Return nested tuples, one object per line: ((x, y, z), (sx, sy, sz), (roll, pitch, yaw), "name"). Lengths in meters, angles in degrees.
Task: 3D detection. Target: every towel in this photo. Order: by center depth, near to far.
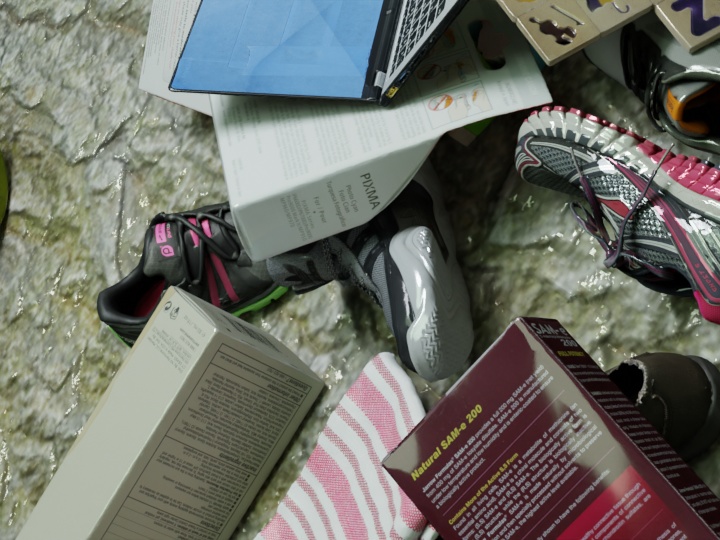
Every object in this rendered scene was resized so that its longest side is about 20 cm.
((-0.018, 0.160, 1.120), (0.201, 0.030, 0.147), (-59, 27, 16), "towel")

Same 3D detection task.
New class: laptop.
((-0.004, -0.199, 1.176), (0.200, 0.115, 0.188), (-49, 19, 38), "laptop")

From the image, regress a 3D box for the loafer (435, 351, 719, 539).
((0.100, 0.099, 1.038), (0.200, 0.071, 0.073), (-40, 45, 24), "loafer")

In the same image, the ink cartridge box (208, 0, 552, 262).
((0.010, -0.097, 1.182), (0.198, 0.048, 0.161), (-18, 37, 2), "ink cartridge box")

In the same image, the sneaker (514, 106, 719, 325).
((0.149, -0.034, 1.054), (0.200, 0.080, 0.075), (30, 93, 50), "sneaker")

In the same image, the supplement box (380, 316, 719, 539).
((0.116, 0.131, 0.949), (0.109, 0.061, 0.200), (-46, 71, 17), "supplement box")

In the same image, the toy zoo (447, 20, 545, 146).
((0.104, -0.191, 1.232), (0.200, 0.020, 0.132), (-47, 44, 16), "toy zoo")

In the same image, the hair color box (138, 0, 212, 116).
((-0.072, -0.158, 1.348), (0.199, 0.063, 0.112), (24, 106, 51), "hair color box")

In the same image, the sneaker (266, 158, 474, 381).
((0.000, 0.000, 1.178), (0.113, 0.076, 0.201), (-22, 46, 14), "sneaker")

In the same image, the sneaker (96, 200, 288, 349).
((-0.101, -0.009, 1.300), (0.200, 0.083, 0.077), (-42, 44, 22), "sneaker")

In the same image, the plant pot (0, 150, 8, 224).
((-0.400, -0.061, 1.583), (0.191, 0.200, 0.202), (-14, 58, 27), "plant pot")

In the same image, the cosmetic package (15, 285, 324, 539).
((-0.123, 0.124, 1.235), (0.201, 0.103, 0.073), (-57, 39, 4), "cosmetic package")

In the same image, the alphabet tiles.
((0.158, -0.192, 1.050), (0.199, 0.008, 0.168), (-29, 64, -11), "alphabet tiles")

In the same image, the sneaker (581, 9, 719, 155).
((0.178, -0.110, 1.051), (0.079, 0.075, 0.200), (-23, 32, -24), "sneaker")
